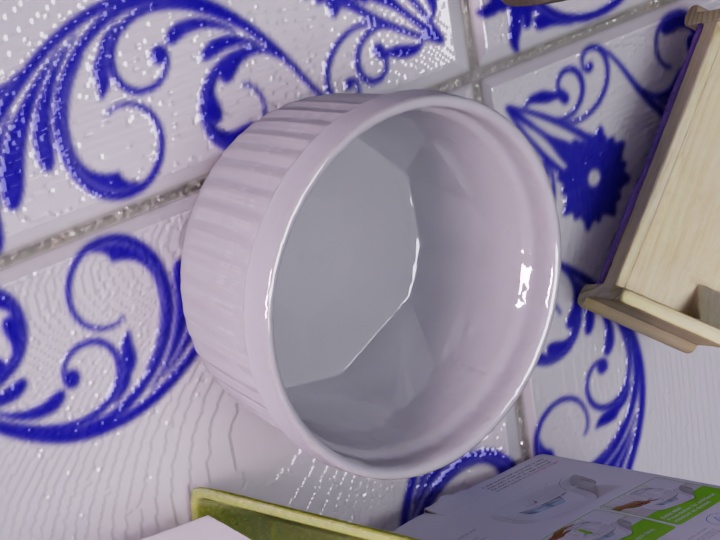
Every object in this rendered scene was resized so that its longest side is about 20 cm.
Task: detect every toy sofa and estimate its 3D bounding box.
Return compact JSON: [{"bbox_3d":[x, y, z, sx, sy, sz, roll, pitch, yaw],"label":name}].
[{"bbox_3d":[0.206,-0.056,1.287,0.083,0.098,0.201,23,86,-16],"label":"toy sofa"}]

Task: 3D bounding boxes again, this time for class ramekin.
[{"bbox_3d":[0.000,0.000,1.099,0.200,0.105,0.201,-12,109,-37],"label":"ramekin"}]

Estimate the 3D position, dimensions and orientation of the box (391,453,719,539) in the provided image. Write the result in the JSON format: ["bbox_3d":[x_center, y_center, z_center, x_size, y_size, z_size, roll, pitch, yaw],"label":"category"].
[{"bbox_3d":[0.115,0.185,1.174,0.200,0.176,0.097,-22,111,-46],"label":"box"}]

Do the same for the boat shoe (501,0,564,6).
[{"bbox_3d":[0.144,-0.214,1.196,0.200,0.075,0.074,-37,115,-35],"label":"boat shoe"}]

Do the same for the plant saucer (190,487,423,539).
[{"bbox_3d":[0.008,0.215,1.105,0.048,0.199,0.201,-25,117,-48],"label":"plant saucer"}]

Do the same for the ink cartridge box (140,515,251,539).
[{"bbox_3d":[-0.130,0.227,1.048,0.199,0.084,0.145,-16,111,-30],"label":"ink cartridge box"}]
